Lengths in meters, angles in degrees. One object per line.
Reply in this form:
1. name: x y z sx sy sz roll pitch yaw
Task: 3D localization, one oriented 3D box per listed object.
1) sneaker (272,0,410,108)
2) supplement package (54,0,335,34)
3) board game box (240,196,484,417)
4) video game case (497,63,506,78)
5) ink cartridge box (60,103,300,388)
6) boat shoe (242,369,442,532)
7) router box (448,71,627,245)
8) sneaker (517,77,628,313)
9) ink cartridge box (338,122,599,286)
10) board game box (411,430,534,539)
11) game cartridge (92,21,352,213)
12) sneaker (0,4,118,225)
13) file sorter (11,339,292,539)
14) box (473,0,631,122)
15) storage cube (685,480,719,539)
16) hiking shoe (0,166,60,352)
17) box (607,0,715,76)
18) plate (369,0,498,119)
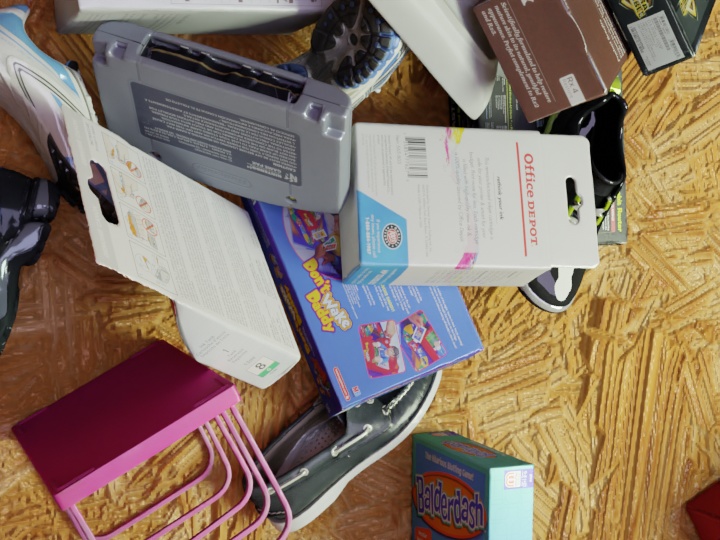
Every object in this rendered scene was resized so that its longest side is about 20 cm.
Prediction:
1. sneaker: -0.018 -0.148 0.986 0.085 0.199 0.078 -27 86 -47
2. supplement package: -0.129 -0.246 0.959 0.197 0.117 0.119 -4 92 -23
3. board game box: 0.000 0.000 1.032 0.133 0.045 0.202 -20 81 -19
4. video game case: 0.074 -0.279 1.051 0.180 0.022 0.203 20 68 -15
5. ink cartridge box: -0.141 -0.014 0.914 0.050 0.162 0.199 -41 138 21
6. boat shoe: -0.014 0.129 1.048 0.200 0.075 0.061 -47 126 -14
7. router box: 0.157 -0.119 1.113 0.148 0.062 0.203 -4 95 -21
8. sneaker: 0.177 -0.064 1.046 0.071 0.083 0.203 9 90 -22
9. ink cartridge box: 0.084 -0.050 1.007 0.197 0.068 0.117 1 76 -14
10. board game box: 0.091 0.249 1.061 0.044 0.152 0.203 0 93 -21
11. game cartridge: -0.101 -0.109 0.945 0.197 0.134 0.041 19 56 8
12. sneaker: -0.222 -0.111 0.956 0.072 0.072 0.201 -44 112 -24
13. file sorter: -0.154 0.153 0.930 0.138 0.200 0.127 -31 107 -17
14. box: 0.166 -0.206 0.984 0.101 0.074 0.200 61 33 -16
15. storage cube: 0.453 0.270 1.196 0.198 0.179 0.173 -30 103 -19
16. hiking shoe: -0.296 0.015 0.938 0.086 0.074 0.203 22 75 -14
17. box: 0.229 -0.267 0.997 0.160 0.046 0.200 60 35 -18
18. plate: 0.071 -0.248 0.946 0.200 0.032 0.202 38 57 -52
